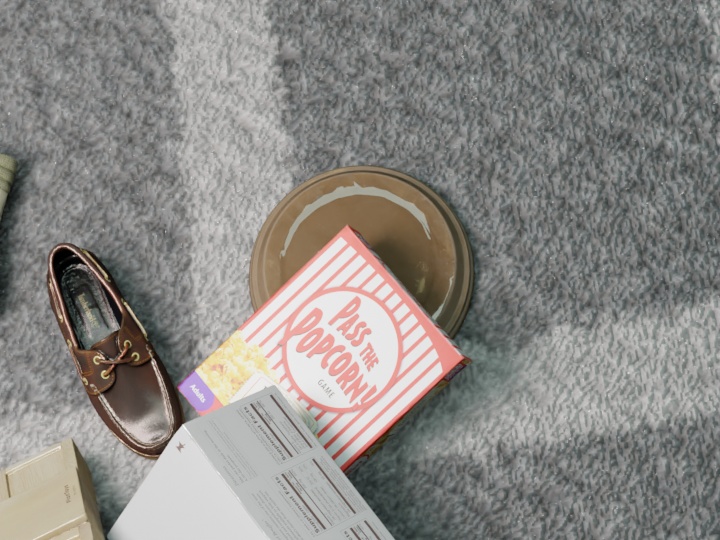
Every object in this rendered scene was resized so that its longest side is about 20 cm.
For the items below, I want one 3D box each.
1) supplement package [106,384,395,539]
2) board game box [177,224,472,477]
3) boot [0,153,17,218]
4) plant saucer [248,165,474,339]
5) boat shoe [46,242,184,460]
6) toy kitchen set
[{"bbox_3d":[-0.078,0.226,1.544,0.110,0.156,0.200,-19,64,-47],"label":"supplement package"},{"bbox_3d":[-0.030,0.087,1.636,0.200,0.046,0.152,-44,76,4],"label":"board game box"},{"bbox_3d":[-0.406,-0.043,1.718,0.198,0.072,0.156,7,72,1],"label":"boot"},{"bbox_3d":[0.000,0.000,1.699,0.198,0.030,0.202,-1,72,4],"label":"plant saucer"},{"bbox_3d":[-0.214,0.068,1.669,0.070,0.070,0.201,-31,73,-8],"label":"boat shoe"},{"bbox_3d":[-0.262,0.284,1.598,0.162,0.182,0.200,-25,31,-2],"label":"toy kitchen set"}]
